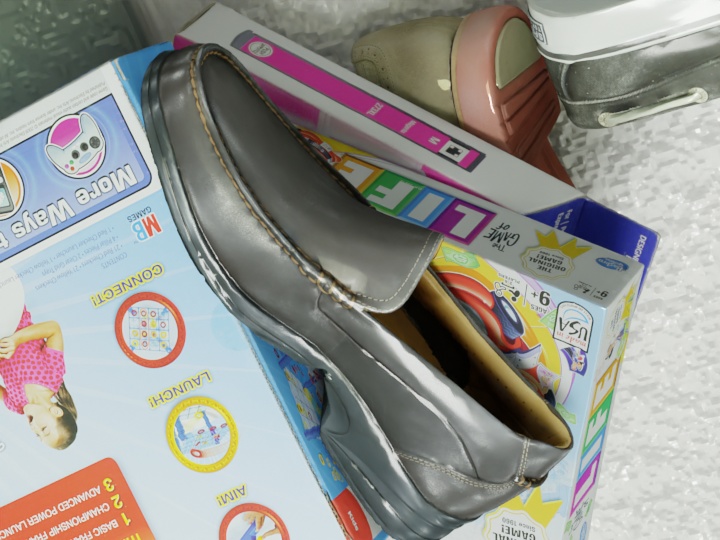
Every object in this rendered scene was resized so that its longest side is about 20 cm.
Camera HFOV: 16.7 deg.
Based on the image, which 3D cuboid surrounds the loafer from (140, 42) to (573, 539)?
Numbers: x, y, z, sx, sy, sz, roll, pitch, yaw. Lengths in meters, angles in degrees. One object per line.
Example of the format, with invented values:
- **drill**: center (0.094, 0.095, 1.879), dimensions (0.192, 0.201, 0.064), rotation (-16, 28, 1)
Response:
- **loafer**: center (0.000, 0.000, 0.847), dimensions (0.072, 0.073, 0.201), rotation (-25, 112, 30)

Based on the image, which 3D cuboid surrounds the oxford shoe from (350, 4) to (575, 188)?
- **oxford shoe**: center (0.048, -0.014, 0.986), dimensions (0.073, 0.071, 0.201), rotation (1, 119, 26)

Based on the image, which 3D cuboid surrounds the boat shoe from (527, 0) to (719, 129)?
- **boat shoe**: center (0.164, -0.102, 0.921), dimensions (0.198, 0.071, 0.064), rotation (-13, 120, 18)

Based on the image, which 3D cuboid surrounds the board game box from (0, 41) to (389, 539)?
- **board game box**: center (-0.115, 0.049, 0.905), dimensions (0.199, 0.056, 0.197), rotation (-25, 94, 22)

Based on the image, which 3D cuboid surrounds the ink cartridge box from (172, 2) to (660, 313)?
- **ink cartridge box**: center (0.010, -0.017, 0.940), dimensions (0.199, 0.037, 0.095), rotation (27, 130, 14)

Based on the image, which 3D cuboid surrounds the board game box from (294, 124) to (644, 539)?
- **board game box**: center (0.000, 0.023, 0.925), dimensions (0.199, 0.034, 0.135), rotation (22, 129, 20)
